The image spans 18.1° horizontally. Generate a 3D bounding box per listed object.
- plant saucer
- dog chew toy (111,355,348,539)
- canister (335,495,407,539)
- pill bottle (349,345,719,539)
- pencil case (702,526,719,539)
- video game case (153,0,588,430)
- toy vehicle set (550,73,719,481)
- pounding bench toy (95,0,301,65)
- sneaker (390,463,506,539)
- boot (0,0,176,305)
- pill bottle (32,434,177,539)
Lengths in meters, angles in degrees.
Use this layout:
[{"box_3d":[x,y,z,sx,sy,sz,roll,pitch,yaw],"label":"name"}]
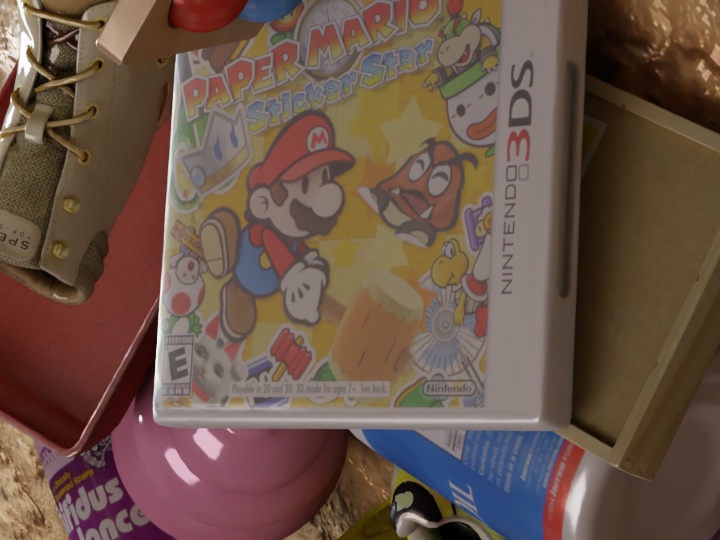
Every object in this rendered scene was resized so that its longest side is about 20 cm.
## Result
[{"box_3d":[-0.141,-0.019,1.144,0.199,0.201,0.037,23,173,45],"label":"plant saucer"},{"box_3d":[-0.061,0.075,1.127,0.125,0.124,0.200,53,168,3],"label":"dog chew toy"},{"box_3d":[0.043,0.230,1.140,0.201,0.148,0.086,58,150,-10],"label":"canister"},{"box_3d":[0.058,0.044,0.946,0.200,0.112,0.113,31,145,40],"label":"pill bottle"},{"box_3d":[0.154,0.147,0.950,0.200,0.084,0.085,29,-172,41],"label":"pencil case"},{"box_3d":[0.000,-0.030,0.884,0.199,0.023,0.183,-3,81,40],"label":"video game case"},{"box_3d":[0.059,-0.020,0.874,0.200,0.125,0.026,30,-174,39],"label":"toy vehicle set"},{"box_3d":[-0.059,-0.197,0.832,0.156,0.124,0.201,38,112,11],"label":"pounding bench toy"},{"box_3d":[0.068,0.149,1.056,0.075,0.077,0.200,-14,122,39],"label":"sneaker"},{"box_3d":[-0.137,-0.078,1.011,0.072,0.155,0.200,19,165,18],"label":"boot"},{"box_3d":[-0.121,0.111,1.275,0.201,0.112,0.112,67,156,15],"label":"pill bottle"}]
